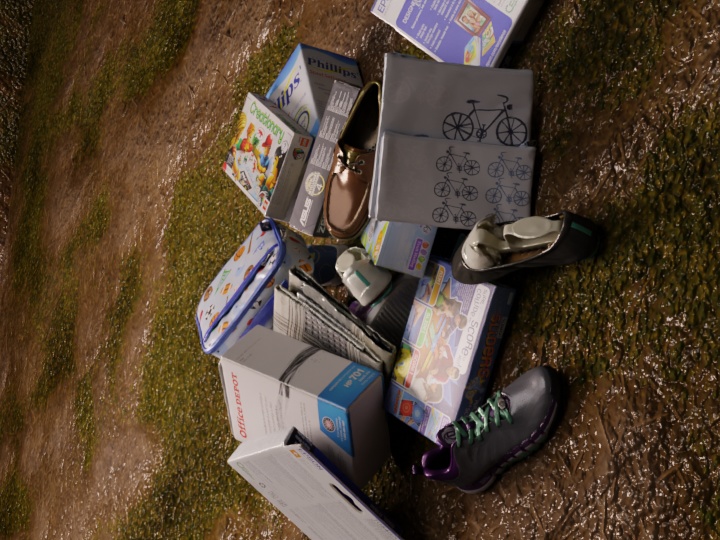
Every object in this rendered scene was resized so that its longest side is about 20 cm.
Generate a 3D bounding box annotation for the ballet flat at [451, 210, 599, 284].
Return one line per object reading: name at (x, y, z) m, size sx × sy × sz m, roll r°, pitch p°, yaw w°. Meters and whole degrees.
ballet flat at (0.165, -0.033, 1.361) m, size 0.199 × 0.068 × 0.068 m, roll -14°, pitch 58°, yaw 41°

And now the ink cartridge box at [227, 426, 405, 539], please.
ink cartridge box at (-0.045, 0.275, 1.541) m, size 0.200 × 0.200 × 0.041 m, roll -23°, pitch 26°, yaw 55°

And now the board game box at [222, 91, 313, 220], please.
board game box at (-0.137, -0.169, 1.805) m, size 0.200 × 0.034 × 0.127 m, roll 45°, pitch 118°, yaw 56°

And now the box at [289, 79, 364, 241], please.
box at (-0.003, -0.139, 1.645) m, size 0.049 × 0.161 × 0.201 m, roll 24°, pitch 102°, yaw 30°

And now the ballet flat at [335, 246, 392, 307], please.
ballet flat at (0.000, 0.000, 1.566) m, size 0.200 × 0.069 × 0.070 m, roll -125°, pitch 50°, yaw -83°

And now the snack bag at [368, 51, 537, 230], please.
snack bag at (0.111, -0.147, 1.431) m, size 0.021 × 0.188 × 0.201 m, roll 133°, pitch 143°, yaw -84°

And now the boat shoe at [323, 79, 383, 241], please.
boat shoe at (-0.007, -0.138, 1.529) m, size 0.072 × 0.068 × 0.201 m, roll 13°, pitch 86°, yaw 17°

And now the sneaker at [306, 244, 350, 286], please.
sneaker at (-0.087, -0.004, 1.823) m, size 0.200 × 0.077 × 0.076 m, roll -26°, pitch 59°, yaw 56°

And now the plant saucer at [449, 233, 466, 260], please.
plant saucer at (0.108, 0.058, 1.523) m, size 0.070 × 0.019 × 0.201 m, roll 44°, pitch 118°, yaw 56°

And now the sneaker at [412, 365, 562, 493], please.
sneaker at (0.138, 0.176, 1.356) m, size 0.200 × 0.087 × 0.075 m, roll -56°, pitch 36°, yaw 34°

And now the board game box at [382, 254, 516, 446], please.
board game box at (0.102, 0.096, 1.470) m, size 0.135 × 0.034 × 0.201 m, roll 28°, pitch 105°, yaw 52°

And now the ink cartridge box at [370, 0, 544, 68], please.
ink cartridge box at (0.130, -0.354, 1.528) m, size 0.200 × 0.047 × 0.198 m, roll 42°, pitch 120°, yaw 27°

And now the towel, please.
towel at (-0.042, 0.114, 1.601) m, size 0.192 × 0.034 × 0.201 m, roll 39°, pitch 140°, yaw 26°

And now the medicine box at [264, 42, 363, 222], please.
medicine box at (-0.073, -0.197, 1.845) m, size 0.182 × 0.103 × 0.201 m, roll -51°, pitch 40°, yaw 38°

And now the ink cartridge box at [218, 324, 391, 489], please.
ink cartridge box at (-0.069, 0.173, 1.574) m, size 0.199 × 0.086 × 0.147 m, roll 20°, pitch 134°, yaw 30°

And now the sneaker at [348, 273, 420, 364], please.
sneaker at (0.024, 0.050, 1.611) m, size 0.201 × 0.072 × 0.115 m, roll -59°, pitch 31°, yaw 36°

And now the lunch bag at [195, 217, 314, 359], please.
lunch bag at (-0.145, 0.028, 1.705) m, size 0.200 × 0.075 × 0.160 m, roll -53°, pitch 23°, yaw 13°

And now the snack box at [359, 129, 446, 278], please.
snack box at (0.059, -0.094, 1.551) m, size 0.200 × 0.067 × 0.169 m, roll -110°, pitch 37°, yaw -78°
